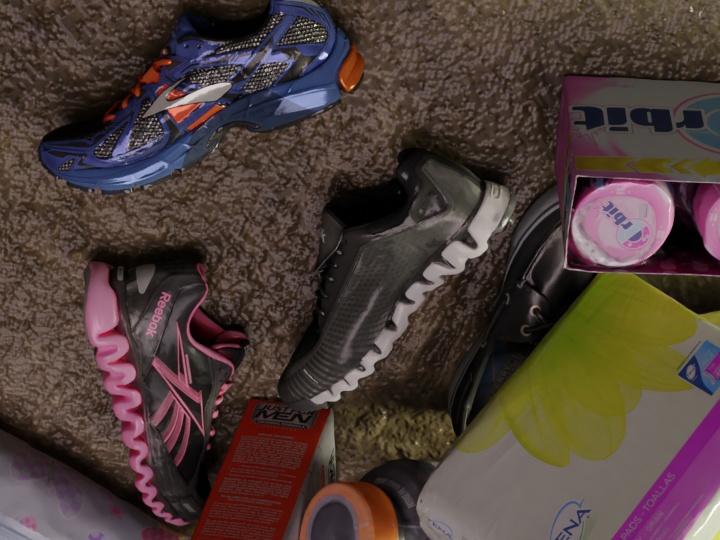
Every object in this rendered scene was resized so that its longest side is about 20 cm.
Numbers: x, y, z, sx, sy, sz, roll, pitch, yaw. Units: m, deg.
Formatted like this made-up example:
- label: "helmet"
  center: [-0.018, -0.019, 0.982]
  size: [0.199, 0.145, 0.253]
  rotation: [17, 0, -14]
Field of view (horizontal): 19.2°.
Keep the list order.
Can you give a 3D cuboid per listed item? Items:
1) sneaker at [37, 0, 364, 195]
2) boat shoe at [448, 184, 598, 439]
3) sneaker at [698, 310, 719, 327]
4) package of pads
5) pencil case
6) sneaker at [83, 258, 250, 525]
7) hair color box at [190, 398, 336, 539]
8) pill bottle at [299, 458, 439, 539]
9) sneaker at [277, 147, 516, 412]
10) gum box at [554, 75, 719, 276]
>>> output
- label: "sneaker"
  center: [-0.100, -0.109, 1.236]
  size: [0.198, 0.075, 0.079]
  rotation: [-23, 111, 7]
- label: "boat shoe"
  center: [0.110, 0.037, 1.324]
  size: [0.068, 0.057, 0.201]
  rotation: [18, 122, -10]
- label: "sneaker"
  center: [0.213, 0.079, 1.320]
  size: [0.198, 0.105, 0.076]
  rotation: [-22, 120, 15]
- label: "package of pads"
  center: [0.145, 0.109, 1.238]
  size: [0.154, 0.200, 0.068]
  rotation: [32, 162, 26]
- label: "pencil case"
  center: [-0.198, 0.179, 1.407]
  size: [0.199, 0.091, 0.083]
  rotation: [35, 118, -18]
- label: "sneaker"
  center: [-0.111, 0.076, 1.354]
  size: [0.094, 0.079, 0.201]
  rotation: [-15, 124, -2]
- label: "hair color box"
  center: [-0.064, 0.182, 1.335]
  size: [0.061, 0.201, 0.102]
  rotation: [6, 124, 12]
- label: "pill bottle"
  center: [0.058, 0.175, 1.341]
  size: [0.199, 0.107, 0.107]
  rotation: [9, 128, -39]
- label: "sneaker"
  center: [0.000, 0.000, 1.302]
  size: [0.090, 0.067, 0.200]
  rotation: [36, 114, -17]
- label: "gum box"
  center: [0.215, -0.053, 1.228]
  size: [0.198, 0.114, 0.067]
  rotation: [2, 124, 0]
